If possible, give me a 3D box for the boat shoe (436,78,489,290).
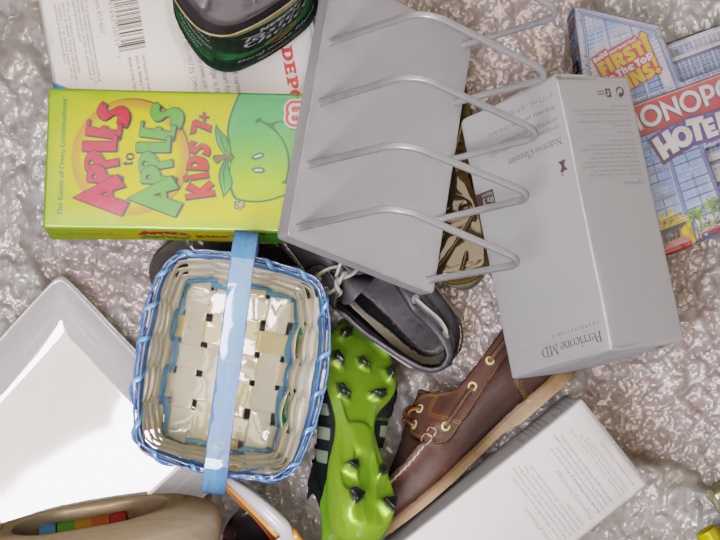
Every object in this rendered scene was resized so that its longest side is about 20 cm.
[{"bbox_3d":[0.059,-0.085,1.586,0.073,0.063,0.202,-16,81,3],"label":"boat shoe"}]

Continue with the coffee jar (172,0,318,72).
[{"bbox_3d":[-0.081,-0.200,1.429,0.104,0.200,0.086,-33,88,-3],"label":"coffee jar"}]

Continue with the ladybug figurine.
[{"bbox_3d":[-0.195,0.211,1.496,0.198,0.136,0.073,-9,96,0],"label":"ladybug figurine"}]

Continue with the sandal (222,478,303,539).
[{"bbox_3d":[-0.049,0.239,1.525,0.059,0.079,0.207,-40,108,-11],"label":"sandal"}]

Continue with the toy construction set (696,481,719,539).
[{"bbox_3d":[0.329,0.216,1.553,0.131,0.092,0.201,-30,76,-2],"label":"toy construction set"}]

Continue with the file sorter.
[{"bbox_3d":[0.047,-0.104,1.457,0.138,0.124,0.201,21,71,-36],"label":"file sorter"}]

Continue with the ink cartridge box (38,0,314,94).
[{"bbox_3d":[-0.130,-0.152,1.568,0.198,0.084,0.147,-10,87,-2],"label":"ink cartridge box"}]

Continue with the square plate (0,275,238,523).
[{"bbox_3d":[-0.226,0.143,1.578,0.198,0.028,0.200,44,87,1],"label":"square plate"}]

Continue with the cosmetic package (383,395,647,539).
[{"bbox_3d":[0.104,0.185,1.540,0.200,0.108,0.085,-39,90,-1],"label":"cosmetic package"}]

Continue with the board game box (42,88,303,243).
[{"bbox_3d":[-0.124,-0.074,1.494,0.198,0.048,0.102,1,82,-1],"label":"board game box"}]

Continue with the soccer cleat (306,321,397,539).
[{"bbox_3d":[-0.012,0.124,1.535,0.067,0.081,0.201,19,43,-20],"label":"soccer cleat"}]

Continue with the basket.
[{"bbox_3d":[-0.091,0.063,1.472,0.138,0.200,0.178,9,88,1],"label":"basket"}]

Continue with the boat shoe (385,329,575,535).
[{"bbox_3d":[0.067,0.115,1.563,0.200,0.070,0.070,-42,95,-11],"label":"boat shoe"}]

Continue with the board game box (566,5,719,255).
[{"bbox_3d":[0.241,-0.121,1.581,0.199,0.062,0.201,-20,88,-2],"label":"board game box"}]

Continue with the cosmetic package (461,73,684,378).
[{"bbox_3d":[0.153,-0.030,1.514,0.081,0.113,0.202,-2,76,-39],"label":"cosmetic package"}]

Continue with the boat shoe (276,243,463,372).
[{"bbox_3d":[0.000,0.000,1.535,0.200,0.063,0.073,44,104,-11],"label":"boat shoe"}]

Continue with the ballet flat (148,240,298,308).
[{"bbox_3d":[-0.064,-0.021,1.586,0.199,0.046,0.068,-17,108,4],"label":"ballet flat"}]
